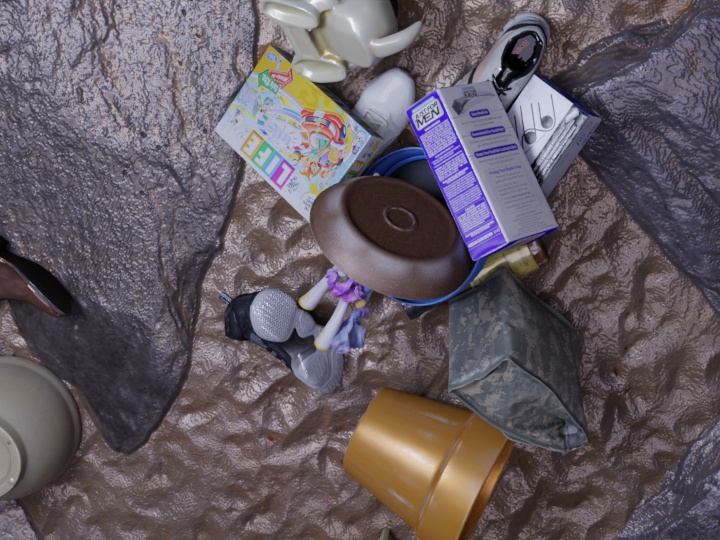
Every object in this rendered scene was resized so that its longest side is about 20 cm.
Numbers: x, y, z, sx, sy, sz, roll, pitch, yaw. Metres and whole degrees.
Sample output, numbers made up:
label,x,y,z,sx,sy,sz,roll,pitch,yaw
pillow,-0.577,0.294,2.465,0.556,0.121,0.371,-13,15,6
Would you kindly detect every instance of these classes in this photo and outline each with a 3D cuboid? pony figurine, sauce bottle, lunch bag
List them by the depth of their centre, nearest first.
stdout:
label,x,y,z,sx,sy,sz,roll,pitch,yaw
pony figurine,0.000,0.000,1.543,0.166,0.193,0.200,15,115,-22
lunch bag,0.208,0.123,1.596,0.118,0.164,0.200,-34,124,31
sauce bottle,0.145,0.004,1.646,0.200,0.066,0.066,-25,102,14

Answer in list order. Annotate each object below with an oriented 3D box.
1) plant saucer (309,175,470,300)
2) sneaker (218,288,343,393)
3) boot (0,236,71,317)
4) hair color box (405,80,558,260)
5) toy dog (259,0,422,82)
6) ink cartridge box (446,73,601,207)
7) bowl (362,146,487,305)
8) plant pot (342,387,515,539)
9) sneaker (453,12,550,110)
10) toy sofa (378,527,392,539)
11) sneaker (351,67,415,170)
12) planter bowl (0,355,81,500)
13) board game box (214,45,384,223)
label,x,y,z,sx,sy,sz,roll,pitch,yaw
plant saucer,0.041,-0.049,1.471,0.200,0.200,0.037,25,129,-2
sneaker,-0.108,0.088,1.690,0.114,0.076,0.200,10,149,43
boot,-0.513,0.064,1.726,0.186,0.064,0.200,40,103,7
hair color box,0.144,-0.121,1.504,0.065,0.109,0.200,-28,82,43
toy dog,0.002,-0.344,1.506,0.194,0.200,0.140,7,149,39
ink cartridge box,0.201,-0.133,1.572,0.094,0.044,0.200,42,110,24
bowl,0.078,-0.056,1.603,0.200,0.039,0.201,5,98,34
plant pot,0.085,0.250,1.665,0.183,0.200,0.200,26,107,14
sneaker,0.162,-0.230,1.570,0.074,0.080,0.200,30,108,-5
toy sofa,0.099,0.450,1.766,0.200,0.083,0.098,23,105,-1
sneaker,0.004,-0.166,1.604,0.070,0.080,0.200,35,105,-3
planter bowl,-0.501,0.234,1.737,0.200,0.135,0.200,2,106,6
board game box,-0.079,-0.169,1.581,0.200,0.034,0.135,44,108,27
